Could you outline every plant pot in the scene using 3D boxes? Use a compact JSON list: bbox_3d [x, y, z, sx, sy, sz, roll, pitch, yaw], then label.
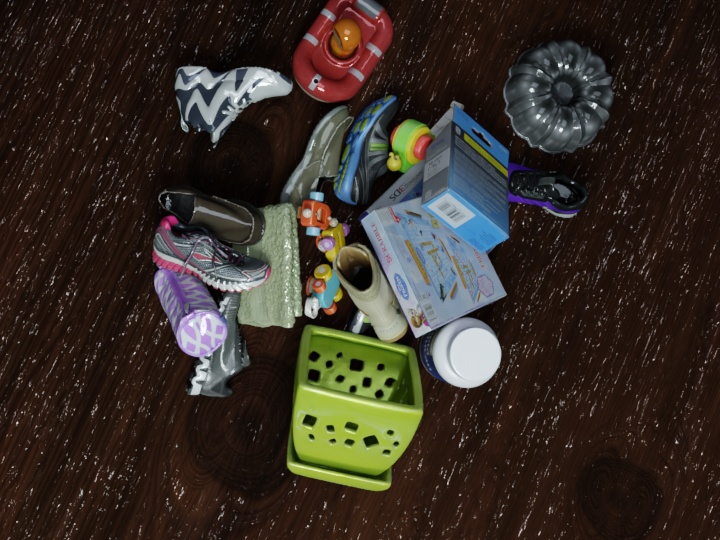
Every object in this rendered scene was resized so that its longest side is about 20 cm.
[{"bbox_3d":[-0.020,0.225,1.406,0.196,0.201,0.184,12,115,-6],"label":"plant pot"}]

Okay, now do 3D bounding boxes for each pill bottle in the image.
[{"bbox_3d":[0.165,0.132,1.436,0.109,0.200,0.113,0,87,-6],"label":"pill bottle"}]

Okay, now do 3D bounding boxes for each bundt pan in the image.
[{"bbox_3d":[0.354,-0.310,1.540,0.199,0.076,0.205,0,88,-7],"label":"bundt pan"}]

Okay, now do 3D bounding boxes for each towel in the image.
[{"bbox_3d":[-0.158,-0.008,1.448,0.147,0.036,0.203,-1,89,39],"label":"towel"}]

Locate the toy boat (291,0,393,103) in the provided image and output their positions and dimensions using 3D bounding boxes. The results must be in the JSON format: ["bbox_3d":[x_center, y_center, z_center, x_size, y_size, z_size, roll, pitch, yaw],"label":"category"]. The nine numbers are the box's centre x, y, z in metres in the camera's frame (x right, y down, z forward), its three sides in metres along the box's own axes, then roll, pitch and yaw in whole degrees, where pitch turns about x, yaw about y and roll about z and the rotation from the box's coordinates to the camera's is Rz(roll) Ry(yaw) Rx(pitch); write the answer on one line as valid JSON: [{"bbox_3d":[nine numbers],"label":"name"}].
[{"bbox_3d":[-0.029,-0.380,1.473,0.130,0.131,0.201,34,84,-3],"label":"toy boat"}]

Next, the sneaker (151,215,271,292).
[{"bbox_3d":[-0.236,-0.024,1.394,0.197,0.081,0.076,16,117,4],"label":"sneaker"}]

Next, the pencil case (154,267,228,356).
[{"bbox_3d":[-0.273,0.056,1.393,0.084,0.200,0.086,-42,125,-2],"label":"pencil case"}]

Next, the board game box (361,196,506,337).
[{"bbox_3d":[0.119,-0.018,1.391,0.198,0.041,0.202,-18,80,-43],"label":"board game box"}]

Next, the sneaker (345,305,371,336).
[{"bbox_3d":[0.052,0.047,1.492,0.082,0.072,0.201,35,84,-5],"label":"sneaker"}]

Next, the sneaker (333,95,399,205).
[{"bbox_3d":[0.019,-0.205,1.510,0.082,0.071,0.202,24,82,-26],"label":"sneaker"}]

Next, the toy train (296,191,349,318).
[{"bbox_3d":[-0.076,-0.025,1.458,0.055,0.150,0.203,5,91,26],"label":"toy train"}]

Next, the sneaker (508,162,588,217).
[{"bbox_3d":[0.301,-0.148,1.513,0.197,0.100,0.071,13,84,-6],"label":"sneaker"}]

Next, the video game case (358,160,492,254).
[{"bbox_3d":[0.124,-0.076,1.490,0.200,0.045,0.181,46,64,-3],"label":"video game case"}]

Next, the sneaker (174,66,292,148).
[{"bbox_3d":[-0.213,-0.269,1.474,0.196,0.079,0.132,2,89,-6],"label":"sneaker"}]

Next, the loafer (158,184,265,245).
[{"bbox_3d":[-0.247,-0.087,1.432,0.198,0.071,0.074,17,101,21],"label":"loafer"}]

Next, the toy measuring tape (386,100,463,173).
[{"bbox_3d":[0.109,-0.241,1.486,0.074,0.074,0.200,45,66,-3],"label":"toy measuring tape"}]

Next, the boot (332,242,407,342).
[{"bbox_3d":[0.000,0.000,1.386,0.072,0.156,0.201,-27,50,5],"label":"boot"}]

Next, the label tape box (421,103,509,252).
[{"bbox_3d":[0.174,-0.150,1.432,0.144,0.063,0.202,35,43,-28],"label":"label tape box"}]

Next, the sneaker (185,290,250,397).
[{"bbox_3d":[-0.219,0.121,1.460,0.089,0.066,0.203,18,97,-13],"label":"sneaker"}]

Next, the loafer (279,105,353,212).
[{"bbox_3d":[-0.061,-0.181,1.487,0.069,0.075,0.202,30,95,10],"label":"loafer"}]
